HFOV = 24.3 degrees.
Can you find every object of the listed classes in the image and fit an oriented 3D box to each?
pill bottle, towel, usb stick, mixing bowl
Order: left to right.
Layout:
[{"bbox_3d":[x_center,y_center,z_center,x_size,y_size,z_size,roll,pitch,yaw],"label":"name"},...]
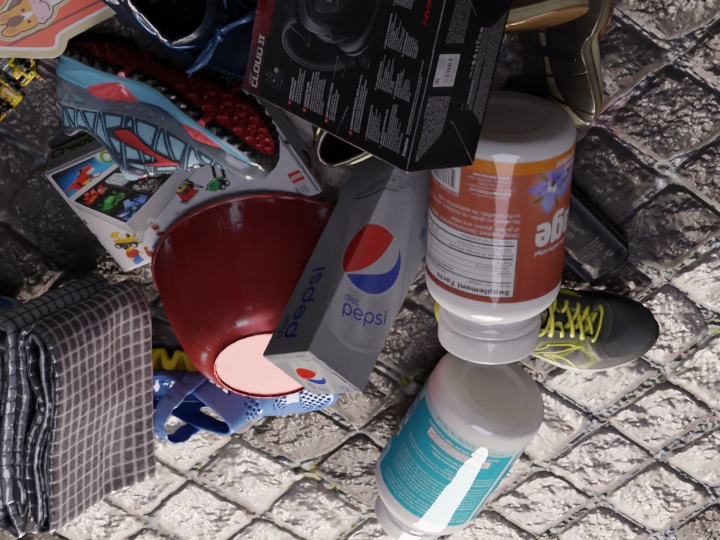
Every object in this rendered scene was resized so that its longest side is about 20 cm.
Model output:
[{"bbox_3d":[-0.248,0.118,1.453,0.085,0.166,0.201,7,107,21],"label":"towel"},{"bbox_3d":[-0.079,0.039,1.433,0.199,0.109,0.201,-3,143,-2],"label":"mixing bowl"},{"bbox_3d":[0.083,0.172,1.567,0.110,0.111,0.200,19,129,-14],"label":"pill bottle"},{"bbox_3d":[0.109,-0.032,1.331,0.111,0.112,0.201,2,120,0],"label":"pill bottle"},{"bbox_3d":[0.153,-0.061,1.411,0.055,0.033,0.200,-37,121,21],"label":"usb stick"}]

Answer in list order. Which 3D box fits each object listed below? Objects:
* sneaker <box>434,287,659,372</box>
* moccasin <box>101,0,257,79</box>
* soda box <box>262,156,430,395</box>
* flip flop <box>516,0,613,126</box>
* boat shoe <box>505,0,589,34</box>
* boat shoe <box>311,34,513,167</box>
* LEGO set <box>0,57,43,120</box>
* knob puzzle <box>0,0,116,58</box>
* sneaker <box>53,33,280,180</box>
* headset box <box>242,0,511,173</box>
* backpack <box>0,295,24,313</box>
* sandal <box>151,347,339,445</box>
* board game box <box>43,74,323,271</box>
[{"bbox_3d":[0.165,0.048,1.456,0.199,0.085,0.075,5,87,-2],"label":"sneaker"},{"bbox_3d":[-0.135,-0.189,1.252,0.199,0.068,0.081,22,103,-39],"label":"moccasin"},{"bbox_3d":[0.000,0.000,1.357,0.063,0.201,0.068,38,154,-27],"label":"soda box"},{"bbox_3d":[0.162,-0.192,1.279,0.081,0.058,0.201,20,148,24],"label":"flip flop"},{"bbox_3d":[0.075,-0.208,1.227,0.199,0.072,0.073,2,99,40],"label":"boat shoe"},{"bbox_3d":[0.041,-0.148,1.320,0.199,0.060,0.072,-30,123,25],"label":"boat shoe"},{"bbox_3d":[-0.349,-0.156,1.288,0.153,0.116,0.200,-30,124,26],"label":"LEGO set"},{"bbox_3d":[-0.263,-0.236,1.217,0.218,0.030,0.221,-10,122,-16],"label":"knob puzzle"},{"bbox_3d":[-0.153,-0.111,1.319,0.199,0.079,0.096,27,123,16],"label":"sneaker"},{"bbox_3d":[0.003,-0.176,1.201,0.077,0.200,0.150,-8,118,-44],"label":"headset box"},{"bbox_3d":[-0.378,0.103,1.508,0.199,0.151,0.178,2,131,-6],"label":"backpack"},{"bbox_3d":[-0.116,0.120,1.547,0.199,0.087,0.080,-6,130,5],"label":"sandal"},{"bbox_3d":[-0.147,-0.082,1.401,0.199,0.035,0.126,-21,128,19],"label":"board game box"}]
